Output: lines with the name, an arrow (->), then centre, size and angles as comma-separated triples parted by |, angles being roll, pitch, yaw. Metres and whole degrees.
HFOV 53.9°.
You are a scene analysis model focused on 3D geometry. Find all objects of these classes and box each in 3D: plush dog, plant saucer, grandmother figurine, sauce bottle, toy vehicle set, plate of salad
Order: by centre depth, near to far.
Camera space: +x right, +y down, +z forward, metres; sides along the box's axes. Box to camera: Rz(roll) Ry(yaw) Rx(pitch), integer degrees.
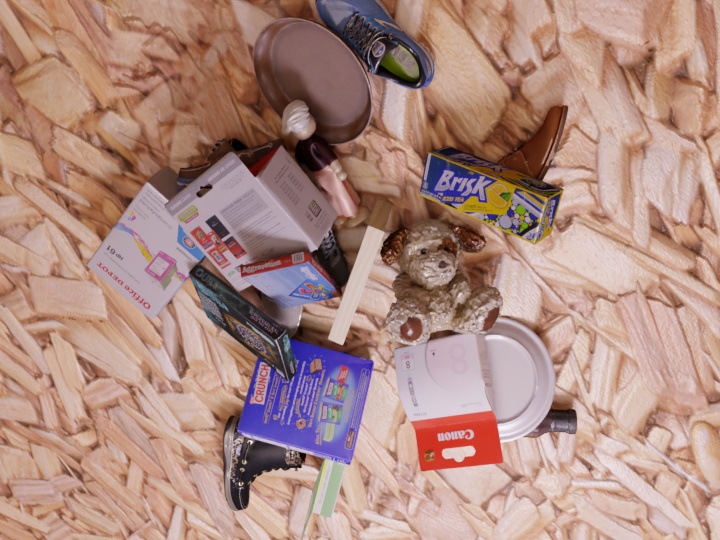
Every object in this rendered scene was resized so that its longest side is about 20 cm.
plant saucer -> -0.064, -0.272, 1.011 | 0.196, 0.032, 0.203 | 23, 143, 18
grandmother figurine -> -0.059, -0.162, 1.065 | 0.119, 0.061, 0.203 | 6, 135, 45
plush dog -> 0.111, 0.008, 1.109 | 0.194, 0.160, 0.177 | -6, 101, -19
toy vehicle set -> 0.000, 0.000, 1.111 | 0.026, 0.125, 0.204 | 19, 116, -1
plate of salad -> 0.224, 0.180, 1.179 | 0.194, 0.048, 0.207 | -1, 85, 12
sauce bottle -> 0.270, 0.253, 1.216 | 0.193, 0.066, 0.068 | 0, 115, 6

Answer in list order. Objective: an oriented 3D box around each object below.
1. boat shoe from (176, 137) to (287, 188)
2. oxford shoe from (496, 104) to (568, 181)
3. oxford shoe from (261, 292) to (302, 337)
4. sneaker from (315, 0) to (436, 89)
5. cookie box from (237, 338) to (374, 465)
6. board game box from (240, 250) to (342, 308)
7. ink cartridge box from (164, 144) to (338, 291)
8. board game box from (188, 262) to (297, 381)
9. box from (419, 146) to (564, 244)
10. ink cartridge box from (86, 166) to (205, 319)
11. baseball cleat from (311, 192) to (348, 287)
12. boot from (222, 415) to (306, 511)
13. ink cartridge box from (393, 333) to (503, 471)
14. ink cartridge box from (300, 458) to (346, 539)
boat shoe -> -0.197, -0.168, 1.105 | 0.194, 0.072, 0.075 | -3, 96, 15
oxford shoe -> 0.237, -0.155, 1.036 | 0.070, 0.072, 0.203 | 27, 117, 2
oxford shoe -> -0.134, 0.027, 1.183 | 0.073, 0.058, 0.205 | 6, 116, 4
sneaker -> 0.023, -0.324, 0.982 | 0.197, 0.090, 0.079 | 34, 114, -7
cookie box -> -0.090, 0.216, 1.197 | 0.194, 0.176, 0.076 | 14, 159, 2
board game box -> -0.097, 0.017, 1.058 | 0.100, 0.200, 0.020 | -11, 73, 9
ink cartridge box -> -0.162, -0.087, 1.029 | 0.197, 0.085, 0.176 | -24, 115, 41
board game box -> -0.187, 0.084, 1.137 | 0.198, 0.028, 0.137 | 34, 153, 23
box -> 0.184, -0.113, 1.017 | 0.197, 0.064, 0.072 | 27, 121, 30
ink cartridge box -> -0.334, -0.042, 1.169 | 0.144, 0.085, 0.200 | 40, 115, -10
baseball cleat -> -0.065, -0.048, 1.105 | 0.105, 0.070, 0.201 | -2, 132, 51
boot -> -0.179, 0.373, 1.336 | 0.149, 0.074, 0.209 | 3, 114, 5
ink cartridge box -> 0.139, 0.214, 1.148 | 0.159, 0.056, 0.206 | -16, 70, 33
ink cartridge box -> -0.057, 0.378, 1.247 | 0.047, 0.201, 0.149 | 14, 117, 1
